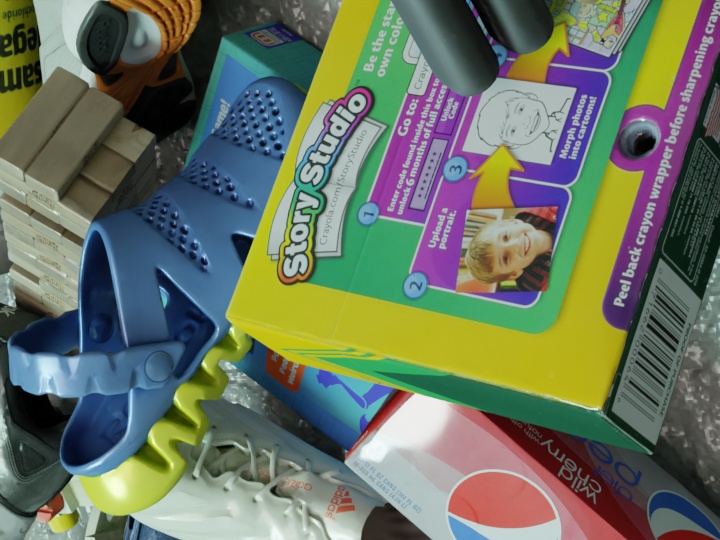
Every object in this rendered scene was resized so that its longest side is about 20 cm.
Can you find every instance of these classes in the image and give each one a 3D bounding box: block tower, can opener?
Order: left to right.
[{"bbox_3d":[-0.133,-0.012,0.856,0.054,0.058,0.200,30,156,9],"label":"block tower"},{"bbox_3d":[0.001,-0.154,0.630,0.200,0.053,0.067,57,173,-33],"label":"can opener"}]

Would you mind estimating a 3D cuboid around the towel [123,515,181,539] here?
[{"bbox_3d":[-0.075,0.190,0.882,0.048,0.111,0.202,2,81,61],"label":"towel"}]

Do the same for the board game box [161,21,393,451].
[{"bbox_3d":[0.000,0.000,0.832,0.199,0.045,0.153,34,123,23],"label":"board game box"}]

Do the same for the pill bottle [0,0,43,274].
[{"bbox_3d":[-0.212,-0.102,0.913,0.112,0.112,0.202,13,114,33],"label":"pill bottle"}]

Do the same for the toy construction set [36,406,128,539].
[{"bbox_3d":[-0.178,0.131,0.956,0.199,0.131,0.093,11,125,30],"label":"toy construction set"}]

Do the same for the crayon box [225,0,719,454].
[{"bbox_3d":[0.059,-0.048,0.698,0.172,0.058,0.201,12,76,35],"label":"crayon box"}]

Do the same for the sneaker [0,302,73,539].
[{"bbox_3d":[-0.204,0.035,0.885,0.090,0.066,0.200,-39,90,8],"label":"sneaker"}]

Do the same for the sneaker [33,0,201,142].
[{"bbox_3d":[-0.123,-0.120,0.845,0.092,0.075,0.200,65,158,16],"label":"sneaker"}]

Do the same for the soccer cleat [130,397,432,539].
[{"bbox_3d":[-0.031,0.107,0.825,0.199,0.070,0.077,27,164,-17],"label":"soccer cleat"}]

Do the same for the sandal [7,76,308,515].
[{"bbox_3d":[-0.080,0.001,0.759,0.079,0.087,0.201,12,70,53],"label":"sandal"}]

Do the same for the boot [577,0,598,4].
[{"bbox_3d":[0.116,-0.207,0.634,0.154,0.077,0.202,-15,67,33],"label":"boot"}]

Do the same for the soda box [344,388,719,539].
[{"bbox_3d":[0.094,0.112,0.756,0.200,0.063,0.070,41,122,0],"label":"soda box"}]
